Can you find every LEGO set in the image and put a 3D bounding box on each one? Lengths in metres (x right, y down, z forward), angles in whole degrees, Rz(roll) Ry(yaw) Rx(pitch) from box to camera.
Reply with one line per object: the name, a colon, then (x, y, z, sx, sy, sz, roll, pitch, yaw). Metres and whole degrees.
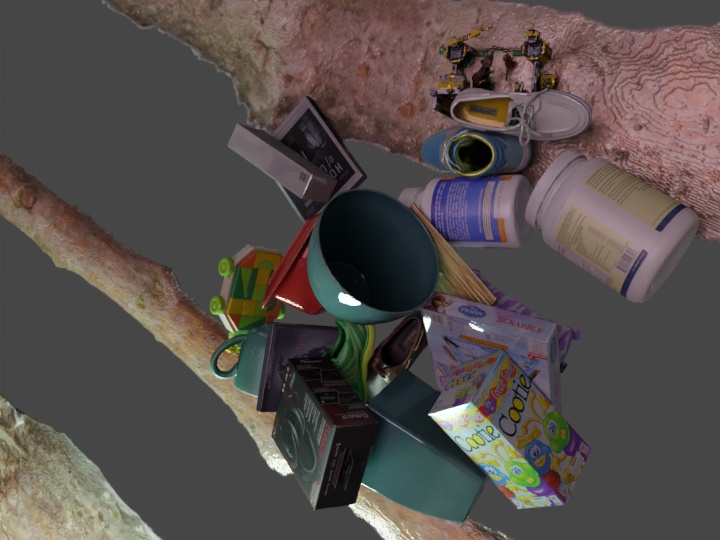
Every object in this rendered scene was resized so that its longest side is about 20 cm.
LEGO set: (0.195, -0.302, 1.161, 0.198, 0.115, 0.156, 16, 96, 29)

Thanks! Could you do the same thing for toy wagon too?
toy wagon: (-0.195, 0.057, 1.354, 0.039, 0.154, 0.203, 21, 99, 43)

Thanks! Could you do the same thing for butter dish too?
butter dish: (-0.050, -0.001, 1.278, 0.147, 0.200, 0.200, 35, 105, 2)

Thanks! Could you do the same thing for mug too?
mug: (-0.148, 0.154, 1.307, 0.151, 0.184, 0.116, 13, 91, 46)

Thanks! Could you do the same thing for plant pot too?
plant pot: (0.103, 0.283, 1.168, 0.198, 0.141, 0.143, 29, 118, 19)
plant pot: (0.000, 0.000, 1.125, 0.135, 0.198, 0.202, -46, 65, 50)

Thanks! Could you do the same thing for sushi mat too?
sushi mat: (0.122, 0.000, 1.150, 0.201, 0.012, 0.096, 51, 134, 17)

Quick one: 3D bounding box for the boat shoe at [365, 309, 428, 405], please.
boat shoe: (0.052, 0.147, 1.256, 0.070, 0.070, 0.201, 40, 109, 21)

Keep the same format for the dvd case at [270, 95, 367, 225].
dvd case: (-0.092, -0.195, 1.381, 0.150, 0.025, 0.201, -43, 67, 22)

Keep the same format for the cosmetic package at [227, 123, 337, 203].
cosmetic package: (-0.141, -0.191, 1.349, 0.199, 0.082, 0.051, 36, 109, 27)

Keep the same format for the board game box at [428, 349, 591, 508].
board game box: (0.212, 0.228, 1.071, 0.200, 0.103, 0.105, 47, 144, -8)

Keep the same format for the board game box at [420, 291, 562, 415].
board game box: (0.196, 0.136, 1.116, 0.198, 0.041, 0.201, 15, 138, 31)

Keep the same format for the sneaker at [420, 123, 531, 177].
sneaker: (0.149, -0.186, 1.164, 0.198, 0.130, 0.081, 6, 103, 42)

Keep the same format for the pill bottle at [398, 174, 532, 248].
pill bottle: (0.161, -0.091, 1.177, 0.198, 0.112, 0.114, 3, 89, 30)

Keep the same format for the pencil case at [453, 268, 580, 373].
pencil case: (0.232, 0.075, 1.148, 0.199, 0.084, 0.086, 33, 69, 25)

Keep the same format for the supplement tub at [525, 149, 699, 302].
supplement tub: (0.345, -0.066, 1.048, 0.199, 0.144, 0.146, 38, 106, 26)

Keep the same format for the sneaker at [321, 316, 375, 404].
sneaker: (-0.029, 0.167, 1.249, 0.074, 0.082, 0.203, -173, 90, -67)

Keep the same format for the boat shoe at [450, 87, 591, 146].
boat shoe: (0.222, -0.220, 1.065, 0.199, 0.086, 0.076, 13, 116, 16)

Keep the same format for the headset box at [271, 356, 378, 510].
headset box: (-0.055, 0.247, 1.142, 0.200, 0.076, 0.151, 46, 128, 52)

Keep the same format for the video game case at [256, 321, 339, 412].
video game case: (-0.076, 0.164, 1.259, 0.019, 0.198, 0.145, 11, 93, 50)
